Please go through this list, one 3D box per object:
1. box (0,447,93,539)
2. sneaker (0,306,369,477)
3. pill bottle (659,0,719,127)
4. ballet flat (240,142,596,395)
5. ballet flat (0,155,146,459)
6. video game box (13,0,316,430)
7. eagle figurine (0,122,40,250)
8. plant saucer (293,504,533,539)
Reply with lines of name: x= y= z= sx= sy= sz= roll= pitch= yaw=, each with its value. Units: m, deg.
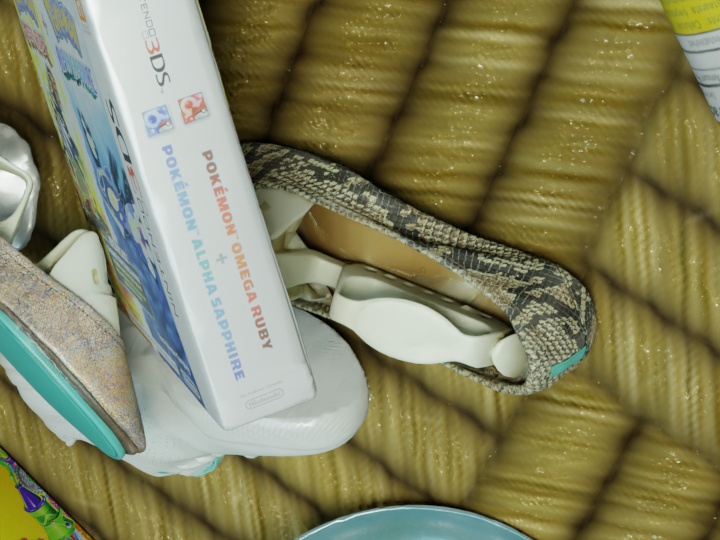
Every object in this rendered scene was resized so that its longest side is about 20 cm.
box: x=-0.226 y=0.202 z=1.052 sx=0.193 sy=0.200 sz=0.122 roll=44 pitch=128 yaw=4
sneaker: x=-0.074 y=0.064 z=0.977 sx=0.199 sy=0.075 sz=0.089 roll=9 pitch=131 yaw=35
pill bottle: x=0.159 y=-0.097 z=0.709 sx=0.111 sy=0.111 sz=0.201 roll=-19 pitch=104 yaw=37
ballet flat: x=0.000 y=0.000 z=0.882 sx=0.199 sy=0.075 sz=0.068 roll=23 pitch=121 yaw=21
ballet flat: x=-0.152 y=-0.006 z=0.910 sx=0.200 sy=0.067 sz=0.068 roll=43 pitch=163 yaw=-3
video game box: x=-0.088 y=-0.049 z=0.858 sx=0.200 sy=0.047 sz=0.183 roll=-145 pitch=39 yaw=-68
eagle figurine: x=-0.243 y=0.018 z=0.964 sx=0.151 sy=0.200 sz=0.152 roll=11 pitch=119 yaw=27
plant saucer: x=0.021 y=0.202 z=0.927 sx=0.199 sy=0.201 sz=0.027 roll=25 pitch=162 yaw=19
